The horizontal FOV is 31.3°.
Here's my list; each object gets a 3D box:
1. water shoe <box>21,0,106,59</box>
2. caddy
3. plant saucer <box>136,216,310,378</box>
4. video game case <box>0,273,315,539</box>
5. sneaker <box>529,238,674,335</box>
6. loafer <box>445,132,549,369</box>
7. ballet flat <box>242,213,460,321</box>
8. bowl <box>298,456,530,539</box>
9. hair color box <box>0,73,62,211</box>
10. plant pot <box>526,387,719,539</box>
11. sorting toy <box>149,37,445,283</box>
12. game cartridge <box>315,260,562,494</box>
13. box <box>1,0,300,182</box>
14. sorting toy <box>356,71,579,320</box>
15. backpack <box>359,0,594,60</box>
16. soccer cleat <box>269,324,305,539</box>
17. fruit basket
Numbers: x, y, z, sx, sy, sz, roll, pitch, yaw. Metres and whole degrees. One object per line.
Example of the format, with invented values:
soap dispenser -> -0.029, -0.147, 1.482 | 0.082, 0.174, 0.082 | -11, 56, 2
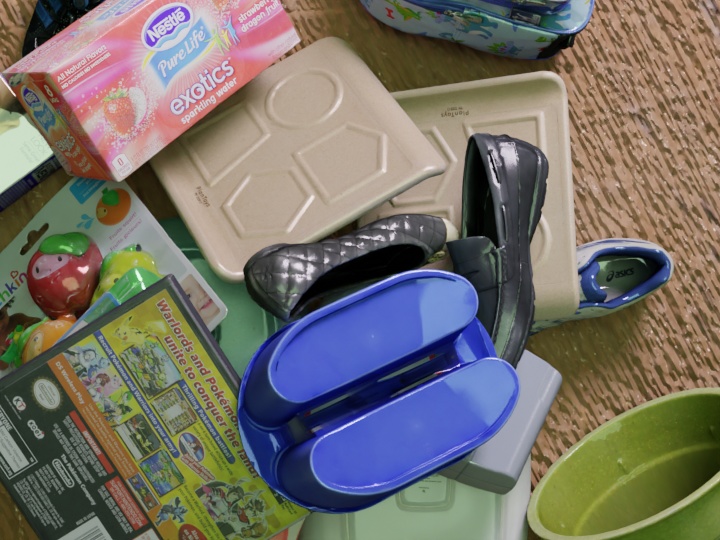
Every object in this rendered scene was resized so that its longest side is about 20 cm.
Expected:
water shoe -> -0.231, -0.226, 1.050 | 0.071, 0.079, 0.200 | 16, 83, -5
caddy -> 0.012, 0.084, 0.899 | 0.200, 0.105, 0.142 | -23, 82, -18
plant saucer -> -0.138, 0.052, 1.059 | 0.200, 0.036, 0.200 | 1, 85, -7
video game case -> -0.158, 0.133, 0.918 | 0.181, 0.026, 0.200 | -32, 97, 2
sneaker -> 0.163, 0.013, 1.073 | 0.200, 0.088, 0.075 | -19, 89, -7
loafer -> 0.096, -0.008, 0.986 | 0.070, 0.068, 0.201 | 14, 78, -26
ballet flat -> 0.000, 0.000, 0.968 | 0.200, 0.066, 0.057 | -15, 59, -37
bowl -> 0.048, 0.169, 1.052 | 0.200, 0.075, 0.200 | 2, 85, -8
hair color box -> -0.350, -0.074, 1.032 | 0.200, 0.065, 0.109 | -39, 90, -10
plant pot -> 0.265, 0.229, 1.029 | 0.200, 0.200, 0.190 | -32, 102, -8
sorting toy -> -0.058, -0.091, 1.037 | 0.200, 0.036, 0.185 | -27, 53, -10
game cartridge -> 0.050, 0.082, 1.000 | 0.200, 0.040, 0.133 | 31, 54, 1
box -> -0.161, -0.168, 1.006 | 0.200, 0.095, 0.103 | -41, 118, -24
sorting toy -> 0.086, -0.054, 1.066 | 0.185, 0.036, 0.200 | -5, 83, 20
backpack -> 0.098, -0.284, 1.062 | 0.200, 0.147, 0.183 | 9, 82, -3
soccer cleat -> -0.059, 0.136, 1.013 | 0.073, 0.068, 0.200 | 41, 55, -44
fruit basket -> -0.220, 0.029, 0.993 | 0.185, 0.094, 0.200 | -44, 66, 4
